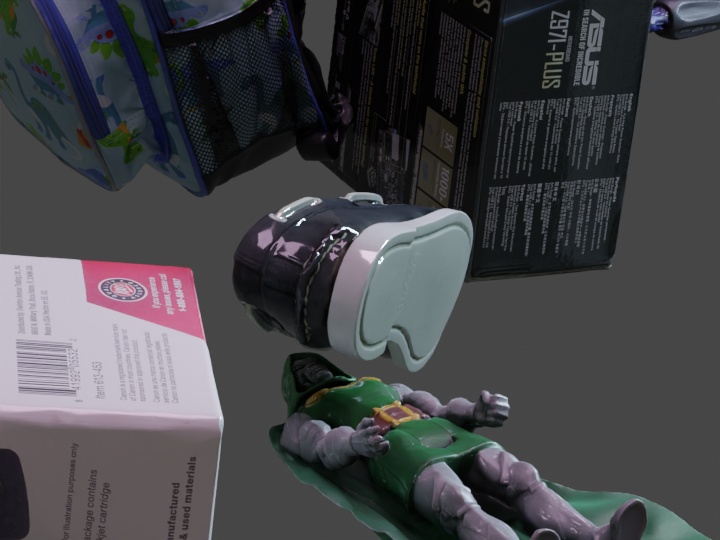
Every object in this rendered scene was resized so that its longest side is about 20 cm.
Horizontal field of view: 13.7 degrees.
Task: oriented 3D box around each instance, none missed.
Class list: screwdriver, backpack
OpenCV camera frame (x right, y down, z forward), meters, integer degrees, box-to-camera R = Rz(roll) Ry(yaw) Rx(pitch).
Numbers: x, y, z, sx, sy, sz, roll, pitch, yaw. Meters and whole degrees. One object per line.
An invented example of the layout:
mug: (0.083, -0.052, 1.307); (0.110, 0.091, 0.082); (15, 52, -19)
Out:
screwdriver: (0.148, -0.144, 1.777); (0.199, 0.028, 0.029); (-12, -2, -37)
backpack: (-0.117, -0.148, 1.475); (0.147, 0.201, 0.183); (-26, 35, -20)

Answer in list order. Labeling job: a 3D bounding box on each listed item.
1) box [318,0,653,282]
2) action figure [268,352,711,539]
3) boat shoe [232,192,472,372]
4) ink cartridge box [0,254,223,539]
box: (0.061, -0.119, 1.452); (0.086, 0.201, 0.164); (-5, 24, -27)
action figure: (0.027, 0.076, 1.165); (0.118, 0.055, 0.200); (-13, 25, -34)
boat shoe: (0.000, 0.000, 1.254); (0.060, 0.076, 0.200); (18, -1, 14)
ink cartridge box: (-0.158, 0.055, 1.111); (0.199, 0.085, 0.145); (4, 22, -10)
